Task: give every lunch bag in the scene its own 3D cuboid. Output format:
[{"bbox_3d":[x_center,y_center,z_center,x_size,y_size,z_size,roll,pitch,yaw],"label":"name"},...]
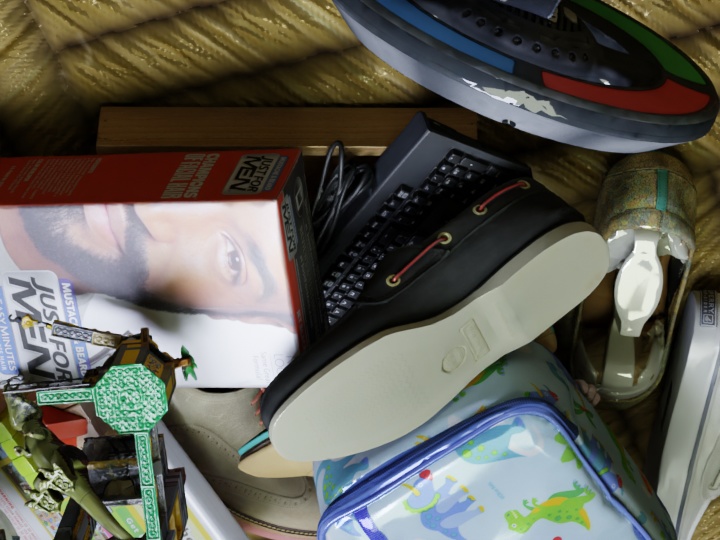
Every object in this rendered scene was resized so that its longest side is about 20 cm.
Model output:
[{"bbox_3d":[0.075,0.144,1.406,0.160,0.083,0.200,-29,124,14],"label":"lunch bag"}]

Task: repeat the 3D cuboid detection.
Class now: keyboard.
[{"bbox_3d":[0.000,0.000,1.391,0.104,0.040,0.200,23,129,-21],"label":"keyboard"}]

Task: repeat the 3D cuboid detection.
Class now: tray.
[{"bbox_3d":[-0.038,-0.041,1.403,0.199,0.037,0.099,1,134,1],"label":"tray"}]

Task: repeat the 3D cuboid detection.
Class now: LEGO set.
[{"bbox_3d":[-0.170,0.093,1.345,0.199,0.116,0.154,-13,106,6],"label":"LEGO set"}]

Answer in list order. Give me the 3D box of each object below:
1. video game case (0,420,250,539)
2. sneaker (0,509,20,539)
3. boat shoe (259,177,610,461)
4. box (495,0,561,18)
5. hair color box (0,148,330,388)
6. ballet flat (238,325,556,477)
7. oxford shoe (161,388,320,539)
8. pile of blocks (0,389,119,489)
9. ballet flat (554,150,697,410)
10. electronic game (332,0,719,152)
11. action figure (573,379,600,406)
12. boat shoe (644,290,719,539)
[{"bbox_3d":[-0.174,0.123,1.499,0.182,0.023,0.200,-26,105,38],"label":"video game case"},{"bbox_3d":[-0.272,0.138,1.500,0.200,0.073,0.071,24,169,43],"label":"sneaker"},{"bbox_3d":[0.030,0.026,1.332,0.201,0.063,0.074,-34,140,-13],"label":"boat shoe"},{"bbox_3d":[0.034,-0.245,1.148,0.196,0.124,0.200,15,132,-16],"label":"box"},{"bbox_3d":[-0.124,0.001,1.357,0.199,0.064,0.111,-2,117,14],"label":"hair color box"},{"bbox_3d":[0.020,0.072,1.423,0.200,0.069,0.063,-36,87,20],"label":"ballet flat"},{"bbox_3d":[-0.071,0.091,1.507,0.200,0.071,0.075,35,123,-29],"label":"oxford shoe"},{"bbox_3d":[-0.217,0.090,1.446,0.199,0.062,0.082,3,121,28],"label":"pile of blocks"},{"bbox_3d":[0.146,0.024,1.442,0.070,0.071,0.201,4,134,-3],"label":"ballet flat"},{"bbox_3d":[0.075,-0.111,1.226,0.199,0.200,0.042,17,111,-15],"label":"electronic game"},{"bbox_3d":[0.089,0.095,1.504,0.133,0.149,0.201,-21,111,14],"label":"action figure"},{"bbox_3d":[0.205,0.095,1.511,0.065,0.072,0.201,8,125,0],"label":"boat shoe"}]
